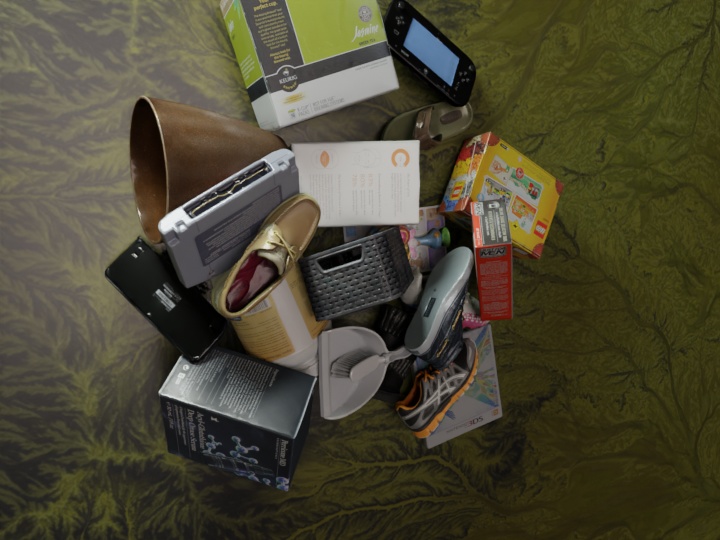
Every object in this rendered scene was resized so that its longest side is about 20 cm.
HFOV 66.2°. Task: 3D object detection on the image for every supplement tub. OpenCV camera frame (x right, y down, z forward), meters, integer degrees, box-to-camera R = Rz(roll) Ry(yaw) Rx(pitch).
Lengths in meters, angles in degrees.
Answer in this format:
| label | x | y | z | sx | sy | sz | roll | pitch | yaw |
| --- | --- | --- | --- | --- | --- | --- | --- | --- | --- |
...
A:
| label | x | y | z | sx | sy | sz | roll | pitch | yaw |
| --- | --- | --- | --- | --- | --- | --- | --- | --- | --- |
| supplement tub | -0.128 | 0.063 | 0.853 | 0.142 | 0.144 | 0.204 | -27 | 108 | -15 |

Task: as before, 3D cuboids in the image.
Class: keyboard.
| label | x | y | z | sx | sy | sz | roll | pitch | yaw |
| --- | --- | --- | --- | --- | --- | --- | --- | --- | --- |
| keyboard | -0.272 | 0.037 | 0.812 | 0.199 | 0.040 | 0.104 | 42 | 74 | 9 |

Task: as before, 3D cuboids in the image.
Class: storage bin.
| label | x | y | z | sx | sy | sz | roll | pitch | yaw |
| --- | --- | --- | --- | --- | --- | --- | --- | --- | --- |
| storage bin | 0.000 | 0.000 | 0.845 | 0.132 | 0.200 | 0.096 | -17 | 93 | 13 |

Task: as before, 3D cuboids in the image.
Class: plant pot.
| label | x | y | z | sx | sy | sz | roll | pitch | yaw |
| --- | --- | --- | --- | --- | --- | --- | --- | --- | --- |
| plant pot | -0.203 | -0.142 | 0.785 | 0.196 | 0.185 | 0.192 | -8 | 103 | -35 |

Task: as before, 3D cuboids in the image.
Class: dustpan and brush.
| label | x | y | z | sx | sy | sz | roll | pitch | yaw |
| --- | --- | --- | --- | --- | --- | --- | --- | --- | --- |
| dustpan and brush | 0.019 | 0.144 | 0.883 | 0.198 | 0.056 | 0.144 | -16 | 109 | -52 |

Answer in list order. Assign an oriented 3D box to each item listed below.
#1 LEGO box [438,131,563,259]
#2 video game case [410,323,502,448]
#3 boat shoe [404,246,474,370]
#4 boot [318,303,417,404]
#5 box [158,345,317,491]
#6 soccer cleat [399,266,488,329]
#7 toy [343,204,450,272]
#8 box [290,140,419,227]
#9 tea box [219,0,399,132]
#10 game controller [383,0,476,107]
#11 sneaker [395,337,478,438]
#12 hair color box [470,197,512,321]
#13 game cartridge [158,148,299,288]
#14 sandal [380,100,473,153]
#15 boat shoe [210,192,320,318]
| label | x | y | z | sx | sy | sz | roll | pitch | yaw |
| --- | --- | --- | --- | --- | --- | --- | --- | --- | --- |
| LEGO box | 0.259 | -0.131 | 1.007 | 0.197 | 0.077 | 0.152 | 26 | 81 | -24 |
| video game case | 0.189 | 0.223 | 1.078 | 0.178 | 0.022 | 0.205 | -16 | 104 | -19 |
| boat shoe | 0.150 | 0.065 | 0.942 | 0.091 | 0.070 | 0.203 | 38 | 76 | -36 |
| boot | 0.018 | 0.130 | 0.958 | 0.208 | 0.079 | 0.161 | 23 | 97 | -34 |
| box | -0.176 | 0.212 | 0.808 | 0.195 | 0.108 | 0.151 | 15 | 132 | 4 |
| soccer cleat | 0.167 | 0.049 | 1.005 | 0.196 | 0.070 | 0.088 | 13 | 117 | -22 |
| toy | 0.071 | -0.045 | 0.970 | 0.195 | 0.047 | 0.118 | -10 | 101 | -21 |
| box | -0.011 | -0.137 | 0.871 | 0.194 | 0.098 | 0.128 | -2 | 100 | -7 |
| tea box | -0.076 | -0.332 | 0.814 | 0.196 | 0.133 | 0.201 | -22 | 107 | -18 |
| game controller | 0.115 | -0.362 | 0.927 | 0.198 | 0.042 | 0.106 | 31 | 56 | -24 |
| sneaker | 0.141 | 0.204 | 1.005 | 0.077 | 0.078 | 0.202 | 37 | 83 | -14 |
| hair color box | 0.225 | -0.013 | 0.943 | 0.060 | 0.103 | 0.202 | -5 | 139 | 11 |
| game cartridge | -0.166 | -0.065 | 0.738 | 0.198 | 0.041 | 0.134 | -36 | 152 | -24 |
| sandal | 0.117 | -0.246 | 0.950 | 0.198 | 0.057 | 0.081 | -31 | 109 | -15 |
| boat shoe | -0.116 | -0.016 | 0.729 | 0.074 | 0.066 | 0.202 | 40 | 83 | -23 |
